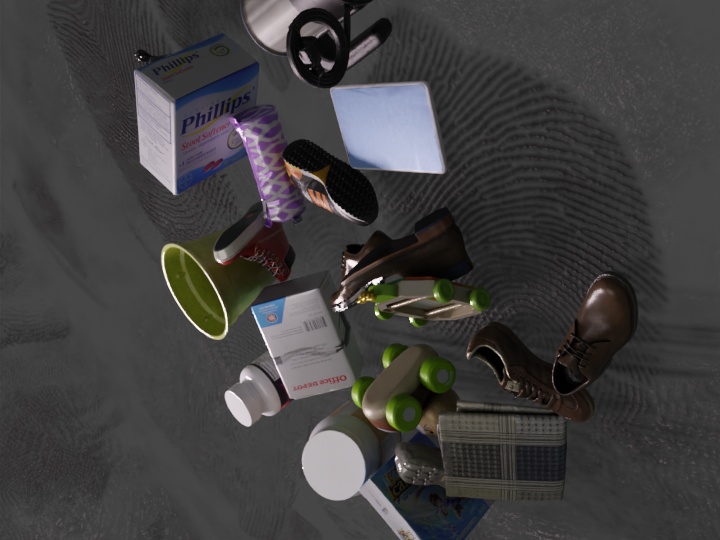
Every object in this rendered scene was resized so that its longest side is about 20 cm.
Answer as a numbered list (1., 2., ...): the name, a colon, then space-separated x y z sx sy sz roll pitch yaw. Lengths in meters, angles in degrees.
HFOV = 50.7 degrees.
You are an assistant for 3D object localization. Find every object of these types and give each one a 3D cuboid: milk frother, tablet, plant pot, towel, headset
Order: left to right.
1. headset: -0.369 -0.334 1.362 0.202 0.092 0.125 -98 29 -48
2. plant pot: -0.250 -0.003 1.464 0.199 0.183 0.203 32 140 32
3. milk frother: -0.078 -0.320 0.977 0.187 0.199 0.183 -12 113 54
4. tablet: 0.038 -0.205 1.091 0.198 0.014 0.132 11 125 46
5. towel: 0.219 0.282 1.180 0.195 0.035 0.196 -1 125 12

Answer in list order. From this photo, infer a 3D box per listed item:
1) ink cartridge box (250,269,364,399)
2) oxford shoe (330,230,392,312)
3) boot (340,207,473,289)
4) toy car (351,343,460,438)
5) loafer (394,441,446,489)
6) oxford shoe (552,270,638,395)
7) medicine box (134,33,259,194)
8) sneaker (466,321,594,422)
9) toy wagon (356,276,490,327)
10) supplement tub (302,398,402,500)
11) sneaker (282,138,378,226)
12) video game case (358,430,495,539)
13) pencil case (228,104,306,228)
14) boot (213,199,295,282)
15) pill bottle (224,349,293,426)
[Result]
1. ink cartridge box: -0.094 0.120 1.409 0.142 0.084 0.203 -15 110 18
2. oxford shoe: 0.000 0.000 1.250 0.085 0.072 0.200 52 135 8
3. boot: 0.069 0.000 1.114 0.198 0.075 0.098 -31 105 22
4. toy car: 0.109 0.241 1.267 0.201 0.158 0.164 51 164 -20
5. loafer: 0.145 0.333 1.293 0.070 0.197 0.070 -55 30 24
6. oxford shoe: 0.292 0.089 0.958 0.072 0.084 0.203 35 139 30
7. medicine box: -0.273 -0.263 1.278 0.103 0.181 0.202 40 143 19
8. sneaker: 0.237 0.160 1.089 0.199 0.075 0.071 38 142 25
9. toy wagon: 0.084 0.041 1.096 0.154 0.197 0.041 -21 61 52
10. supplement tub: -0.013 0.324 1.394 0.141 0.199 0.148 2 97 20
11. sneaker: -0.043 -0.127 1.221 0.199 0.070 0.091 40 158 23
12. video game case: 0.119 0.387 1.313 0.181 0.199 0.046 46 129 13
13. pencil case: -0.156 -0.178 1.290 0.083 0.084 0.204 24 135 56
14. boot: -0.179 -0.025 1.356 0.071 0.200 0.147 -10 113 27
15. pill bottle: -0.173 0.221 1.539 0.110 0.199 0.113 31 140 31
